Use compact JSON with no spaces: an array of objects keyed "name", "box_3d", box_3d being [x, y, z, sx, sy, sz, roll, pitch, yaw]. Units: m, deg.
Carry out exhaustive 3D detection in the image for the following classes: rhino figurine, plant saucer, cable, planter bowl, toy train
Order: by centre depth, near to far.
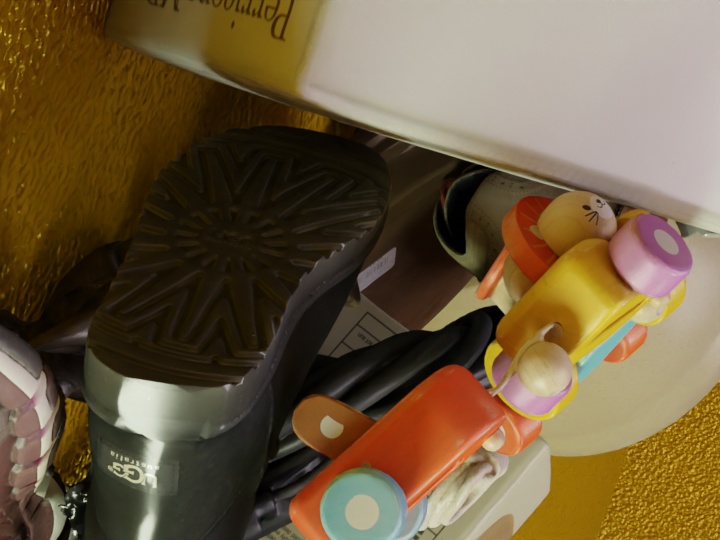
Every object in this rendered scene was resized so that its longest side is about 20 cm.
[{"name":"toy train","box_3d":[0.031,0.030,0.775,0.150,0.056,0.200,-43,173,6]},{"name":"rhino figurine","box_3d":[-0.069,0.016,0.864,0.060,0.087,0.200,67,17,1]},{"name":"cable","box_3d":[-0.027,0.054,0.900,0.199,0.051,0.163,-25,168,-3]},{"name":"plant saucer","box_3d":[0.000,0.000,1.041,0.200,0.029,0.200,-37,163,-14]},{"name":"planter bowl","box_3d":[0.085,-0.022,1.283,0.135,0.200,0.201,30,77,-50]}]

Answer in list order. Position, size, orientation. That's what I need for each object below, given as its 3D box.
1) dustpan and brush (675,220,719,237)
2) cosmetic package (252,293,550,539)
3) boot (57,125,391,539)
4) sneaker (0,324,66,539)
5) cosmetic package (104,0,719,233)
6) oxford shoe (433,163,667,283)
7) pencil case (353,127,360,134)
[{"name":"dustpan and brush","box_3d":[0.166,-0.113,0.819,0.200,0.057,0.140,-51,-144,35]},{"name":"cosmetic package","box_3d":[-0.026,0.120,0.999,0.200,0.105,0.071,-47,163,-12]},{"name":"boot","box_3d":[-0.050,0.075,0.773,0.165,0.065,0.201,-52,156,-55]},{"name":"sneaker","box_3d":[-0.131,0.078,0.694,0.200,0.075,0.116,82,32,-65]},{"name":"cosmetic package","box_3d":[0.045,-0.136,0.807,0.165,0.164,0.201,22,-85,63]},{"name":"oxford shoe","box_3d":[0.066,-0.020,0.991,0.071,0.075,0.200,-59,-178,-3]},{"name":"pencil case","box_3d":[0.043,-0.103,1.183,0.089,0.077,0.201,-100,-153,-85]}]
